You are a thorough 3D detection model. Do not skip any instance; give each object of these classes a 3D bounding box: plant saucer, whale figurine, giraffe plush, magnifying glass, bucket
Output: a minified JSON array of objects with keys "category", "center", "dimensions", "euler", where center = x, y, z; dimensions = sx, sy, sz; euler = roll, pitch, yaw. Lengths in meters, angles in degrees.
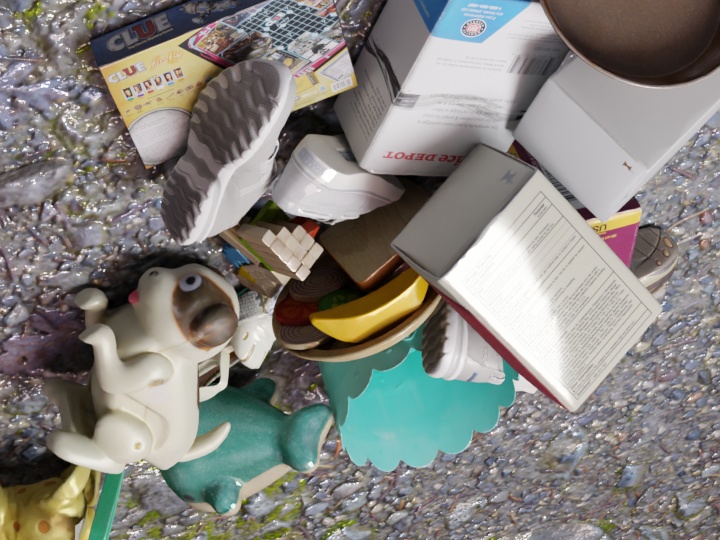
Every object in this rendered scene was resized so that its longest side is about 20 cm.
[{"category":"plant saucer","center":[0.229,-0.240,1.438],"dimensions":[0.199,0.202,0.034],"euler":[-9,168,-19]},{"category":"whale figurine","center":[-0.124,0.168,1.756],"dimensions":[0.199,0.160,0.104],"euler":[-10,137,39]},{"category":"giraffe plush","center":[-0.357,0.257,1.762],"dimensions":[0.161,0.174,0.200],"euler":[7,163,-2]},{"category":"magnifying glass","center":[-0.249,0.216,1.750],"dimensions":[0.022,0.202,0.080],"euler":[13,172,-3]},{"category":"bucket","center":[0.051,0.092,1.779],"dimensions":[0.205,0.135,0.208],"euler":[-15,143,-11]}]

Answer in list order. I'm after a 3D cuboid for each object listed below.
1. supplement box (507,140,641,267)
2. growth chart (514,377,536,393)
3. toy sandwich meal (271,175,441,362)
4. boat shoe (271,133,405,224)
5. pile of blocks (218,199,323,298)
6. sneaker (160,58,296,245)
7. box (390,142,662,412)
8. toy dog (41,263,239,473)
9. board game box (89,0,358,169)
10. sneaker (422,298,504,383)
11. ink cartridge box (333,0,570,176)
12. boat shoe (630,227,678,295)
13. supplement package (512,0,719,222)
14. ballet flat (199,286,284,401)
[{"category":"supplement box","center":[0.195,-0.030,1.711],"dimensions":[0.102,0.132,0.201],"euler":[-14,143,-13]},{"category":"growth chart","center":[0.178,0.099,1.958],"dimensions":[0.198,0.018,0.145],"euler":[-2,138,-28]},{"category":"toy sandwich meal","center":[0.000,0.000,1.616],"dimensions":[0.204,0.206,0.071],"euler":[-26,124,3]},{"category":"boat shoe","center":[-0.020,-0.073,1.544],"dimensions":[0.069,0.072,0.200],"euler":[-46,171,15]},{"category":"pile of blocks","center":[-0.082,-0.030,1.593],"dimensions":[0.062,0.082,0.200],"euler":[-52,-174,-15]},{"category":"sneaker","center":[-0.101,-0.106,1.466],"dimensions":[0.082,0.075,0.200],"euler":[-13,152,-41]},{"category":"box","center":[0.146,0.006,1.530],"dimensions":[0.128,0.109,0.200],"euler":[-48,119,-3]},{"category":"toy dog","center":[-0.188,0.086,1.631],"dimensions":[0.193,0.140,0.201],"euler":[25,109,-14]},{"category":"board game box","center":[-0.110,-0.173,1.450],"dimensions":[0.199,0.035,0.136],"euler":[-21,144,-3]},{"category":"sneaker","center":[0.109,0.023,1.669],"dimensions":[0.081,0.201,0.075],"euler":[20,150,-18]},{"category":"ink cartridge box","center":[0.085,-0.181,1.503],"dimensions":[0.144,0.084,0.201],"euler":[1,137,-31]},{"category":"boat shoe","center":[0.254,0.030,1.865],"dimensions":[0.199,0.075,0.073],"euler":[-25,143,4]},{"category":"supplement package","center":[0.248,-0.161,1.503],"dimensions":[0.200,0.117,0.117],"euler":[-43,174,-23]},{"category":"ballet flat","center":[-0.131,0.080,1.722],"dimensions":[0.200,0.072,0.072],"euler":[-34,142,13]}]
